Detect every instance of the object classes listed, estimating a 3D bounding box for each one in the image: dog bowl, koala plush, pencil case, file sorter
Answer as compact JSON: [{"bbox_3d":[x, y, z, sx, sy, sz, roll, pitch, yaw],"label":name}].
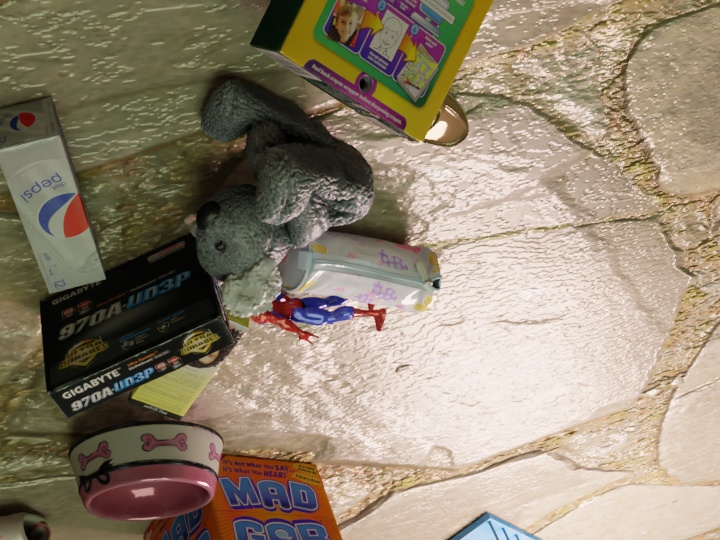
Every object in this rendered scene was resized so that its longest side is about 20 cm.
[{"bbox_3d":[-0.274,0.264,1.422,0.199,0.074,0.200,-7,152,-4],"label":"dog bowl"},{"bbox_3d":[-0.100,-0.061,1.156,0.183,0.178,0.200,14,122,-47],"label":"koala plush"},{"bbox_3d":[0.000,0.000,1.312,0.199,0.091,0.083,10,105,-30],"label":"pencil case"},{"bbox_3d":[0.246,0.539,1.939,0.139,0.123,0.200,-40,135,16],"label":"file sorter"}]

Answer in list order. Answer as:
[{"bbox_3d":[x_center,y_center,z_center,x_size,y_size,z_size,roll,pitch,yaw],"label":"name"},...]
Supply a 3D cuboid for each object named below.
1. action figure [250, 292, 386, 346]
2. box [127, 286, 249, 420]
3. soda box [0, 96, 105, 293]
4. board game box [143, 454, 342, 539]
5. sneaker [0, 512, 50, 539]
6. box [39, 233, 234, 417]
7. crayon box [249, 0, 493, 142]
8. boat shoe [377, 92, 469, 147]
[{"bbox_3d":[-0.072,0.051,1.346,0.199,0.066,0.052,4,129,-19],"label":"action figure"},{"bbox_3d":[-0.206,0.098,1.317,0.075,0.050,0.200,22,131,-19],"label":"box"},{"bbox_3d":[-0.315,-0.072,1.116,0.063,0.068,0.200,-15,136,-10],"label":"soda box"},{"bbox_3d":[-0.163,0.407,1.563,0.199,0.200,0.200,13,126,-34],"label":"board game box"},{"bbox_3d":[-0.465,0.403,1.513,0.104,0.075,0.201,-15,133,-3],"label":"sneaker"},{"bbox_3d":[-0.248,0.056,1.205,0.199,0.159,0.046,-24,131,0],"label":"box"},{"bbox_3d":[0.017,-0.244,1.054,0.200,0.058,0.173,26,89,-40],"label":"crayon box"},{"bbox_3d":[0.047,-0.173,1.181,0.200,0.066,0.074,21,121,-38],"label":"boat shoe"}]
